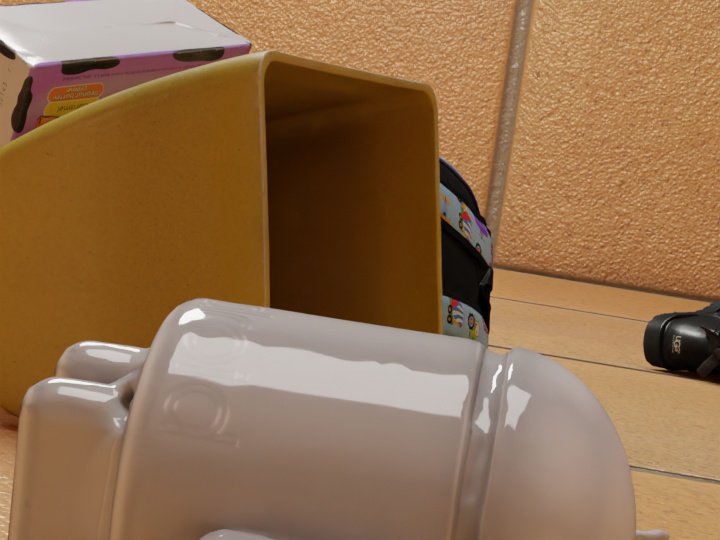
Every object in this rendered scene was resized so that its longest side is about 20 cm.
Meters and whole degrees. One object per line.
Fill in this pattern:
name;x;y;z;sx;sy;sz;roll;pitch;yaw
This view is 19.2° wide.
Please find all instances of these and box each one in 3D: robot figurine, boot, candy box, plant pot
robot figurine;-0.003;0.072;0.648;0.200;0.113;0.170;9;18;4
boot;0.374;0.070;1.945;0.198;0.073;0.162;-5;10;-44
candy box;-0.167;-0.049;1.210;0.072;0.200;0.168;36;29;31
plant pot;-0.077;0.002;1.088;0.176;0.200;0.200;-2;-1;26

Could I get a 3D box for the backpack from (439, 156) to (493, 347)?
backpack;0.000;0.000;1.371;0.134;0.183;0.200;-9;-20;31
